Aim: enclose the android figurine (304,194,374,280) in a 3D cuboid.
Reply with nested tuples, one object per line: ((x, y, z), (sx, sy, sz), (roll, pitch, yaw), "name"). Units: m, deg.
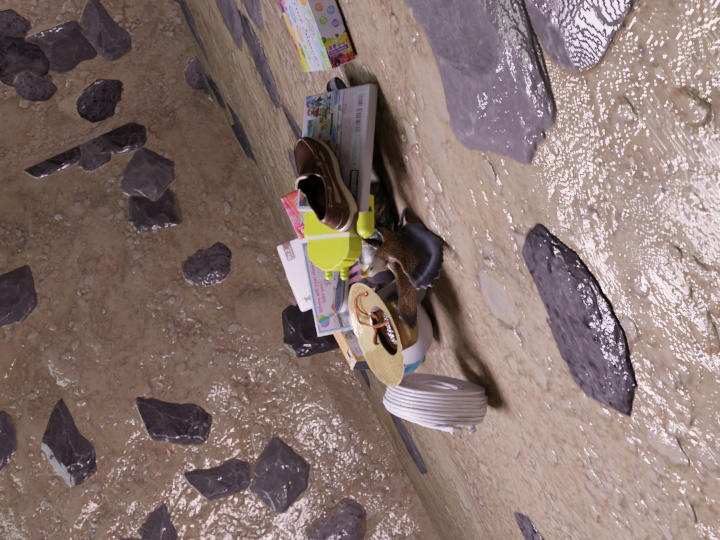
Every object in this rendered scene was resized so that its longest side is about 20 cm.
((-0.043, -0.085, 1.185), (0.180, 0.041, 0.205), (-4, 86, 50), "android figurine")

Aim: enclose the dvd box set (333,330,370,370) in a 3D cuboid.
((0.006, 0.140, 1.531), (0.201, 0.144, 0.030), (57, 133, 41), "dvd box set")

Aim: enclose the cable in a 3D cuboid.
((0.140, 0.241, 1.277), (0.199, 0.196, 0.071), (1, -83, -70), "cable")

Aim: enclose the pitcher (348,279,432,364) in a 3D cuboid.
((0.065, 0.115, 1.403), (0.202, 0.168, 0.122), (77, 172, -50), "pitcher")

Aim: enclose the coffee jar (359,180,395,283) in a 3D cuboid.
((0.025, -0.078, 1.338), (0.105, 0.084, 0.203), (-78, -26, -53), "coffee jar")

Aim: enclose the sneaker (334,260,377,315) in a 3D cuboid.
((0.000, 0.000, 1.439), (0.070, 0.081, 0.204), (149, 134, -67), "sneaker")

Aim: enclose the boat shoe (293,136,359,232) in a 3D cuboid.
((-0.072, -0.151, 1.106), (0.075, 0.074, 0.204), (-56, 49, 31), "boat shoe")

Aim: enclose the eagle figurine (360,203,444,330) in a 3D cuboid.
((0.067, -0.017, 1.191), (0.200, 0.152, 0.151), (42, -174, 22), "eagle figurine")

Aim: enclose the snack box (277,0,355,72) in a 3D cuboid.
((-0.081, -0.423, 1.173), (0.144, 0.052, 0.200), (67, 169, -21), "snack box")

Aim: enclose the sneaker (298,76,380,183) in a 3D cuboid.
((-0.061, -0.236, 1.245), (0.077, 0.143, 0.205), (-70, -37, -62), "sneaker")

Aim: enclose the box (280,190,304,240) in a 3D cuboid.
((-0.095, -0.146, 1.521), (0.200, 0.093, 0.104), (-58, -55, -75), "box")

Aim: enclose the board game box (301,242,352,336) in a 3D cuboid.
((-0.047, 0.030, 1.481), (0.034, 0.132, 0.204), (113, 147, -75), "board game box")

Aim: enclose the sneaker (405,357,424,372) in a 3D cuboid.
((0.094, 0.165, 1.649), (0.131, 0.078, 0.202), (55, 157, 31), "sneaker")

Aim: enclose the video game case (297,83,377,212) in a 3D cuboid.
((-0.042, -0.201, 1.148), (0.181, 0.022, 0.205), (6, 93, 50), "video game case")

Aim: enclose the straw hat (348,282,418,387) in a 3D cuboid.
((0.060, 0.104, 1.257), (0.201, 0.084, 0.204), (44, 143, 46), "straw hat")

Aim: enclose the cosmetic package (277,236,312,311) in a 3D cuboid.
((-0.082, -0.020, 1.660), (0.200, 0.162, 0.168), (-45, -67, -79), "cosmetic package")

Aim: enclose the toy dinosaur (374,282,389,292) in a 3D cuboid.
((0.049, 0.001, 1.543), (0.102, 0.076, 0.201), (47, 158, 21), "toy dinosaur")
